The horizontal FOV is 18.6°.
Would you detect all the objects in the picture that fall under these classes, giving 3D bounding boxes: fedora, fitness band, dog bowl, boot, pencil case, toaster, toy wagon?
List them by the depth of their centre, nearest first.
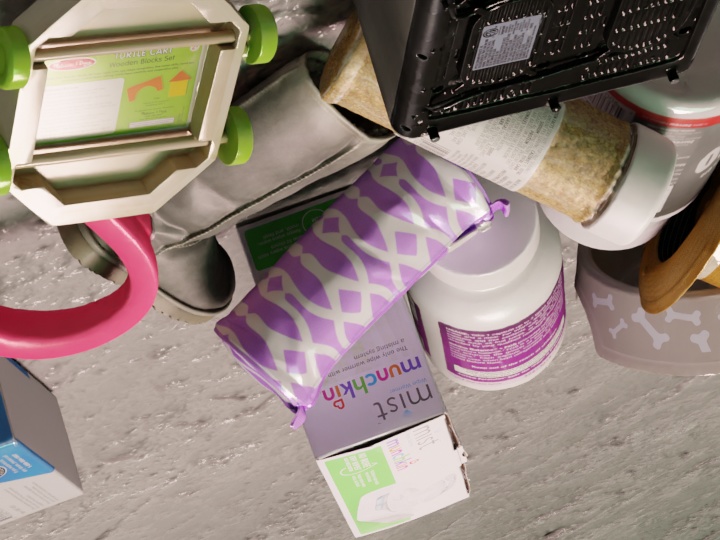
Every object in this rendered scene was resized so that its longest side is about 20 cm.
[{"bbox_3d":[0.092,-0.170,1.122,0.181,0.119,0.200,-15,158,-12],"label":"toaster"},{"bbox_3d":[-0.120,-0.110,1.151,0.155,0.040,0.200,-9,134,-30],"label":"toy wagon"},{"bbox_3d":[-0.205,-0.017,1.273,0.143,0.037,0.200,-25,138,19],"label":"fitness band"},{"bbox_3d":[-0.065,-0.051,1.353,0.200,0.073,0.182,-34,156,16],"label":"boot"},{"bbox_3d":[0.000,0.000,1.386,0.200,0.085,0.084,-45,174,-2],"label":"pencil case"},{"bbox_3d":[0.257,-0.047,1.445,0.082,0.201,0.201,28,145,-5],"label":"fedora"},{"bbox_3d":[0.244,-0.003,1.559,0.200,0.200,0.059,-17,119,-6],"label":"dog bowl"}]

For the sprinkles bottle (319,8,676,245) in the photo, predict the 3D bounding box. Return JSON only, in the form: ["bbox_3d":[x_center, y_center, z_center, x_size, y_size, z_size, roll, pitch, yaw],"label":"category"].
[{"bbox_3d":[0.078,-0.085,1.246,0.200,0.068,0.068,25,143,-10],"label":"sprinkles bottle"}]

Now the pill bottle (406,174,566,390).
[{"bbox_3d":[0.085,0.001,1.518,0.112,0.112,0.200,-19,158,-1],"label":"pill bottle"}]

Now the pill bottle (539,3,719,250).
[{"bbox_3d":[0.174,-0.099,1.358,0.114,0.114,0.200,-14,157,-14],"label":"pill bottle"}]

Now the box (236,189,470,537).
[{"bbox_3d":[0.001,0.067,1.516,0.097,0.177,0.200,-19,158,-1],"label":"box"}]

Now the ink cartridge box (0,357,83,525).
[{"bbox_3d":[-0.316,0.139,1.543,0.200,0.084,0.145,-21,158,4],"label":"ink cartridge box"}]
